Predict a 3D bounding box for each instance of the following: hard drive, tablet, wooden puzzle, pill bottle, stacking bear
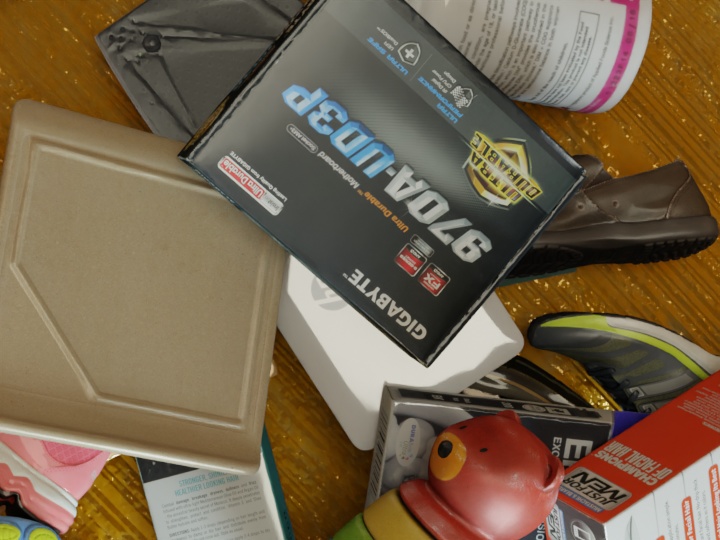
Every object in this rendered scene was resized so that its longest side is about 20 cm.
[{"bbox_3d":[-0.069,-0.106,1.091,0.135,0.042,0.200,-37,88,-11],"label":"hard drive"},{"bbox_3d":[0.000,0.000,1.052,0.130,0.014,0.200,-33,89,1],"label":"tablet"},{"bbox_3d":[-0.135,0.012,0.976,0.185,0.037,0.200,14,70,-28],"label":"wooden puzzle"},{"bbox_3d":[0.079,-0.173,1.079,0.200,0.113,0.114,7,85,-19],"label":"pill bottle"},{"bbox_3d":[0.037,0.171,0.972,0.114,0.121,0.200,36,98,-29],"label":"stacking bear"}]

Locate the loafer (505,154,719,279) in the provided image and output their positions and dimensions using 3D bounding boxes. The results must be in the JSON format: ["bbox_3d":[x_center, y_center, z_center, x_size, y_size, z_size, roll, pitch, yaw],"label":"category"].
[{"bbox_3d":[0.139,-0.039,1.106,0.200,0.073,0.071,-3,73,-13],"label":"loafer"}]

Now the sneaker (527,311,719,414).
[{"bbox_3d":[0.201,0.084,1.114,0.200,0.074,0.081,23,83,-11],"label":"sneaker"}]

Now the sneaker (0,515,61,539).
[{"bbox_3d":[-0.207,0.195,0.979,0.083,0.200,0.071,9,68,11],"label":"sneaker"}]

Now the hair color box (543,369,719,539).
[{"bbox_3d":[0.211,0.143,1.040,0.200,0.064,0.111,-28,122,-28],"label":"hair color box"}]

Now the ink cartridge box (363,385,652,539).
[{"bbox_3d":[0.099,0.180,1.058,0.200,0.043,0.199,6,104,-9],"label":"ink cartridge box"}]

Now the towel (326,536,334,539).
[{"bbox_3d":[0.064,0.224,1.109,0.200,0.022,0.147,-20,89,-11],"label":"towel"}]

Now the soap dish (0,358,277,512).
[{"bbox_3d":[-0.176,0.040,1.048,0.200,0.081,0.158,-26,91,-11],"label":"soap dish"}]

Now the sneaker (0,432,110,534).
[{"bbox_3d":[-0.232,0.066,0.970,0.200,0.074,0.087,42,67,-8],"label":"sneaker"}]

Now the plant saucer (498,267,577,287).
[{"bbox_3d":[0.051,-0.015,1.126,0.200,0.019,0.070,-11,88,-10],"label":"plant saucer"}]

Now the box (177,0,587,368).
[{"bbox_3d":[0.015,-0.065,1.000,0.200,0.046,0.159,42,87,-15],"label":"box"}]

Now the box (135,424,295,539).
[{"bbox_3d":[-0.080,0.197,1.063,0.082,0.049,0.200,-15,89,2],"label":"box"}]

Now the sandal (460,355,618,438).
[{"bbox_3d":[0.086,0.083,1.097,0.200,0.082,0.055,24,99,-9],"label":"sandal"}]
